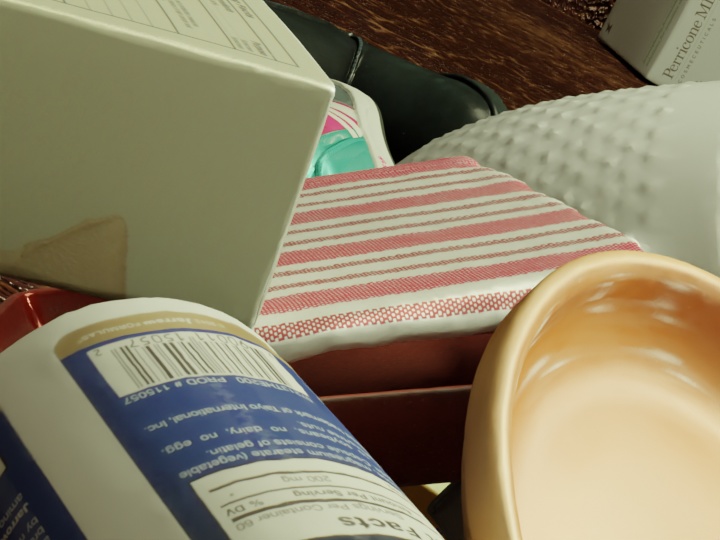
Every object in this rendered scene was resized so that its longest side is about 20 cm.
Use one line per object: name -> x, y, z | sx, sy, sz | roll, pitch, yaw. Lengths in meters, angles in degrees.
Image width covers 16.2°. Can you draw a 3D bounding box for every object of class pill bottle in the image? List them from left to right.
pill bottle -> -0.025, 0.096, 0.594 | 0.111, 0.111, 0.200 | 19, 15, -34

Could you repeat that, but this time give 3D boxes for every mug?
mug -> 0.084, -0.001, 1.081 | 0.175, 0.148, 0.200 | -3, 5, 25

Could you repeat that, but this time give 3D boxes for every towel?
towel -> 0.000, 0.000, 0.820 | 0.146, 0.030, 0.200 | -9, 14, -14

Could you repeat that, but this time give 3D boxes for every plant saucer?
plant saucer -> -0.033, 0.035, 0.811 | 0.199, 0.037, 0.200 | -5, 10, 6
plant saucer -> 0.096, 0.091, 0.676 | 0.200, 0.037, 0.200 | 29, 44, -32

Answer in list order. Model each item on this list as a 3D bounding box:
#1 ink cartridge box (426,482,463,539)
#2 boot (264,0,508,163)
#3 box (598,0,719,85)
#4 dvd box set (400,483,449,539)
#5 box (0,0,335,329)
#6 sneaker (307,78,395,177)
ink cartridge box -> 0.126, 0.102, 0.853 | 0.147, 0.086, 0.200 | 54, 21, 13
boot -> -0.022, -0.118, 1.540 | 0.162, 0.073, 0.198 | 21, 7, -37
box -> 0.401, -0.289, 2.812 | 0.171, 0.199, 0.200 | 23, 13, -17
dvd box set -> 0.025, 0.073, 0.975 | 0.200, 0.029, 0.146 | 33, 13, 23
box -> -0.118, -0.053, 0.697 | 0.200, 0.078, 0.095 | 14, 17, -21
sneaker -> -0.056, -0.073, 1.284 | 0.121, 0.084, 0.200 | 33, 11, -21
